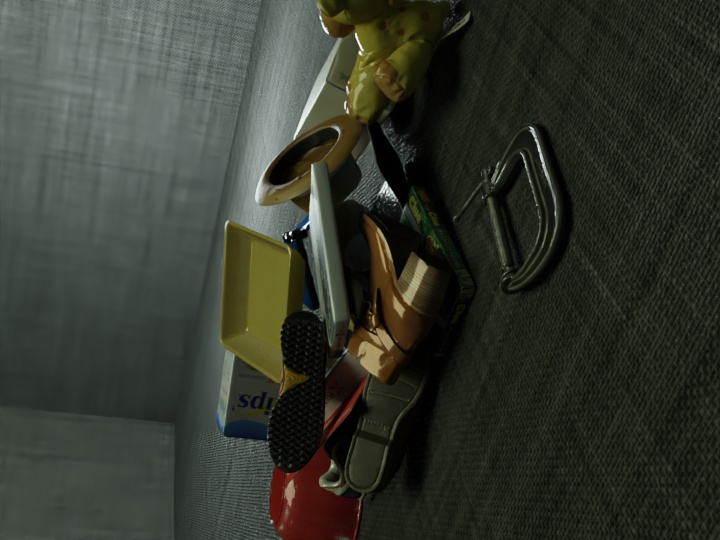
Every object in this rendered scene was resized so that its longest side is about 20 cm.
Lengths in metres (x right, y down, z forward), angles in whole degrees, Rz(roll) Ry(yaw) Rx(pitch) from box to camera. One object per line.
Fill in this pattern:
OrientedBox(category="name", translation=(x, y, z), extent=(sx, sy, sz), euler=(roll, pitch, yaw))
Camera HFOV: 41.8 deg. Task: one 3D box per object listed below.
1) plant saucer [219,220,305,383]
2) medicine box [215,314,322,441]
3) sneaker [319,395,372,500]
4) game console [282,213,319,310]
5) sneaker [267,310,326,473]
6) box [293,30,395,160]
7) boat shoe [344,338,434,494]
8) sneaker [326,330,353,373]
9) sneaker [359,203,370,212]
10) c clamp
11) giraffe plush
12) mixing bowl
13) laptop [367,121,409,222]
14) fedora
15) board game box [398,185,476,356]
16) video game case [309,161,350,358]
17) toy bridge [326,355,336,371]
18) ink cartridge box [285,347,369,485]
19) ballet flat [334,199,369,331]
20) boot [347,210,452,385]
OrientedBox(category="plant saucer", translation=(-0.141, 0.040, 1.399), extent=(0.199, 0.048, 0.203), euler=(22, 112, 52))
OrientedBox(category="medicine box", translation=(-0.133, 0.174, 1.559), extent=(0.103, 0.180, 0.203), euler=(-171, 88, -75))
OrientedBox(category="sneaker", translation=(-0.004, 0.218, 1.279), extent=(0.078, 0.078, 0.202), euler=(-129, 50, -71))
OrientedBox(category="game console", translation=(-0.055, -0.041, 1.467), extent=(0.200, 0.117, 0.173), euler=(-166, 60, -82))
OrientedBox(category="sneaker", translation=(-0.073, 0.158, 1.209), extent=(0.090, 0.069, 0.203), euler=(68, -154, -74))
OrientedBox(category="box", translation=(-0.012, -0.268, 1.433), extent=(0.200, 0.108, 0.129), euler=(137, 155, -66))
OrientedBox(category="boat shoe", translation=(0.038, 0.173, 1.150), extent=(0.202, 0.071, 0.068), euler=(-65, -26, -2))
OrientedBox(category="sneaker", translation=(-0.034, 0.139, 1.409), extent=(0.201, 0.079, 0.072), euler=(113, 161, -44))
OrientedBox(category="sneaker", translation=(-0.015, -0.002, 1.447), extent=(0.201, 0.073, 0.116), euler=(-87, 12, -54))
OrientedBox(category="c clamp", translation=(0.154, -0.054, 0.954), extent=(0.201, 0.027, 0.172), euler=(-98, 27, -49))
OrientedBox(category="giraffe plush", translation=(0.015, -0.315, 1.200), extent=(0.200, 0.162, 0.173), euler=(-40, 24, 30))
OrientedBox(category="mixing bowl", translation=(-0.075, 0.335, 1.418), extent=(0.200, 0.107, 0.203), euler=(-171, 90, -74))
OrientedBox(category="laptop", translation=(0.016, -0.095, 1.301), extent=(0.178, 0.102, 0.201), euler=(-101, 33, -50))
OrientedBox(category="fedora", translation=(-0.059, -0.136, 1.341), extent=(0.199, 0.082, 0.201), euler=(-32, 26, 17))
OrientedBox(category="board game box", translation=(0.083, -0.003, 1.141), extent=(0.201, 0.023, 0.106), euler=(-110, 29, -48))
OrientedBox(category="video game case", translation=(-0.041, -0.007, 1.188), extent=(0.182, 0.023, 0.203), euler=(102, 161, -71))
OrientedBox(category="toy bridge", translation=(-0.067, 0.119, 1.353), extent=(0.068, 0.027, 0.200), euler=(-59, 11, 0))
OrientedBox(category="ink cartridge box", translation=(-0.037, 0.165, 1.242), extent=(0.200, 0.045, 0.176), euler=(-53, 0, 41))
OrientedBox(category="ballet flat", translation=(0.000, 0.000, 1.279), extent=(0.063, 0.068, 0.202), euler=(37, 142, 44))
OrientedBox(category="boot", translation=(0.027, 0.028, 1.131), extent=(0.200, 0.076, 0.157), euler=(45, 116, 47))
